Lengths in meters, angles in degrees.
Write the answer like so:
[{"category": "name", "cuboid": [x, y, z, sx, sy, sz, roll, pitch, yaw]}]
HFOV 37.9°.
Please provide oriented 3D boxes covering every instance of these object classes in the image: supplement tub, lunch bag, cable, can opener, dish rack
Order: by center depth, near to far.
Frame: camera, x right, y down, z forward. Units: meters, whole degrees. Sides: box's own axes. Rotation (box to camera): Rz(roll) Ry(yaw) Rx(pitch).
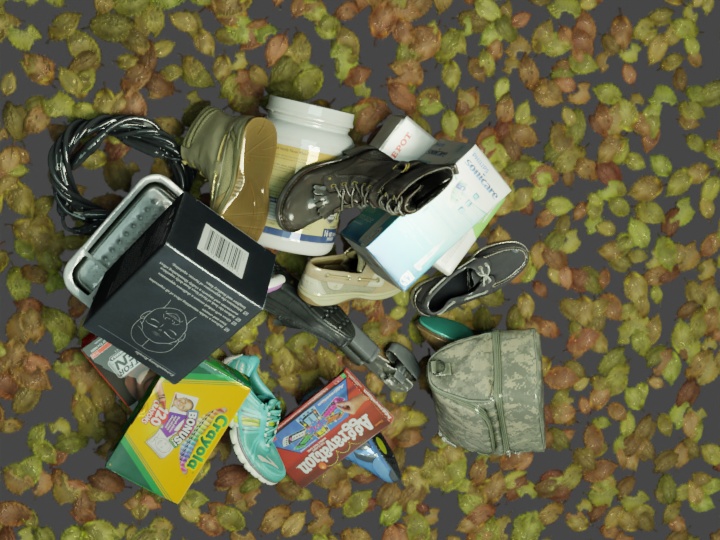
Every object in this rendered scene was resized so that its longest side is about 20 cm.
[{"category": "dish rack", "cuboid": [-0.288, -0.013, 1.435, 0.172, 0.044, 0.200, 43, 81, -20]}, {"category": "cable", "cuboid": [-0.328, -0.136, 1.457, 0.199, 0.051, 0.164, -9, 95, -17]}, {"category": "supplement tub", "cuboid": [-0.088, -0.133, 1.459, 0.143, 0.144, 0.201, 11, 99, -15]}, {"category": "lunch bag", "cuboid": [0.188, 0.187, 1.560, 0.167, 0.140, 0.200, -3, 146, 11]}, {"category": "can opener", "cuboid": [0.011, 0.109, 1.590, 0.200, 0.053, 0.067, 45, 57, -17]}]

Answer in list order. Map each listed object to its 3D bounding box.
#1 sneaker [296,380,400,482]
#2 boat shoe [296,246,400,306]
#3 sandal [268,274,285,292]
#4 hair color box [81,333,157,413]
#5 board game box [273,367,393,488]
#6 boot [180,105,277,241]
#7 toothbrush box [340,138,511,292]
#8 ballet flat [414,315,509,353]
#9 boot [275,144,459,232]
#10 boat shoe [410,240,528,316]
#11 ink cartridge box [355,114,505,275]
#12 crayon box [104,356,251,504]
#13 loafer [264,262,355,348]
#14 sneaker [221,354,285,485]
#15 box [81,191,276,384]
[{"category": "sneaker", "cuboid": [-0.018, 0.259, 1.602, 0.078, 0.066, 0.200, -37, 108, 11]}, {"category": "boat shoe", "cuboid": [0.000, 0.000, 1.513, 0.199, 0.072, 0.065, -9, 128, -36]}, {"category": "sandal", "cuboid": [-0.166, 0.045, 1.461, 0.082, 0.202, 0.050, -24, 94, -40]}, {"category": "hair color box", "cuboid": [-0.301, 0.152, 1.510, 0.101, 0.061, 0.200, -38, 107, -4]}, {"category": "board game box", "cuboid": [-0.054, 0.236, 1.549, 0.103, 0.019, 0.200, 46, 118, -7]}, {"category": "boot", "cuboid": [-0.189, -0.117, 1.409, 0.072, 0.155, 0.201, 4, 102, -39]}, {"category": "toothbrush box", "cuboid": [0.085, -0.079, 1.420, 0.200, 0.146, 0.085, -42, 107, -4]}, {"category": "ballet flat", "cuboid": [0.171, 0.121, 1.622, 0.199, 0.068, 0.073, 8, 118, -18]}, {"category": "boot", "cuboid": [0.005, -0.099, 1.334, 0.200, 0.174, 0.070, -36, 122, -21]}, {"category": "boat shoe", "cuboid": [0.174, 0.017, 1.593, 0.199, 0.063, 0.073, -24, 105, -8]}, {"category": "ink cartridge box", "cuboid": [0.087, -0.112, 1.535, 0.200, 0.084, 0.146, 37, 90, -17]}, {"category": "crayon box", "cuboid": [-0.254, 0.210, 1.468, 0.118, 0.058, 0.201, 31, 95, -15]}, {"category": "loafer", "cuboid": [-0.097, 0.053, 1.513, 0.200, 0.068, 0.071, 34, 116, 10]}, {"category": "sneaker", "cuboid": [-0.151, 0.218, 1.530, 0.079, 0.078, 0.201, -18, 97, 16]}, {"category": "box", "cuboid": [-0.228, 0.026, 1.328, 0.148, 0.107, 0.200, 36, 126, -22]}]
